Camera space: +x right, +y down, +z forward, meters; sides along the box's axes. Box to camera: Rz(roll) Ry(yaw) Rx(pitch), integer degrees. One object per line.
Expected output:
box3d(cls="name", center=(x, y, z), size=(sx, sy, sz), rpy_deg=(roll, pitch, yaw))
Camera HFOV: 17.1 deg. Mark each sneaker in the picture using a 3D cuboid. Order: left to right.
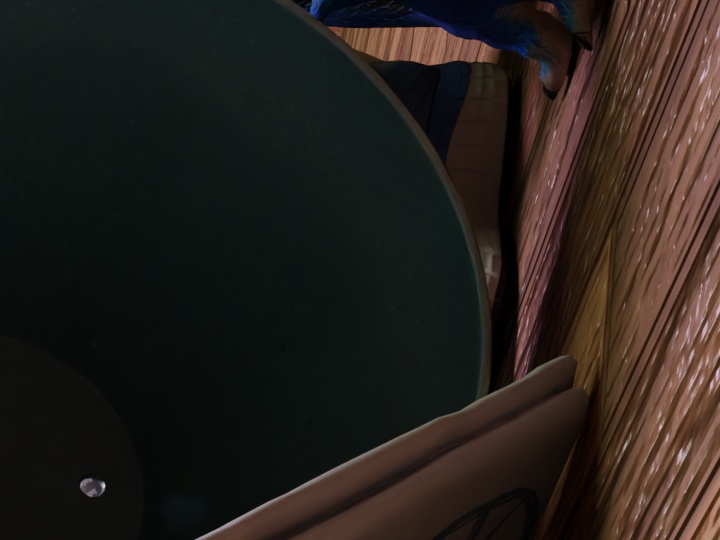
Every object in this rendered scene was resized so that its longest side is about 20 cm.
box3d(cls="sneaker", center=(0.000, 0.000, 0.781), size=(0.200, 0.089, 0.079), rpy_deg=(-86, 5, -52))

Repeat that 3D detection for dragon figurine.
box3d(cls="dragon figurine", center=(0.016, -0.092, 0.657), size=(0.200, 0.099, 0.059), rpy_deg=(117, 163, -80))

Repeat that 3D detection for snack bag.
box3d(cls="snack bag", center=(-0.036, 0.123, 0.546), size=(0.188, 0.021, 0.201), rpy_deg=(-25, -36, -39))

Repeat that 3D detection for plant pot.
box3d(cls="plant pot", center=(-0.082, 0.029, 0.633), size=(0.135, 0.199, 0.201), rpy_deg=(127, 157, -51))

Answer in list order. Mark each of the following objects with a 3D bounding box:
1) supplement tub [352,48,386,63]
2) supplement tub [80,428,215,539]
box3d(cls="supplement tub", center=(-0.038, 0.021, 0.956), size=(0.140, 0.140, 0.201), rpy_deg=(106, 172, -67))
box3d(cls="supplement tub", center=(-0.053, 0.092, 0.760), size=(0.200, 0.122, 0.123), rpy_deg=(-115, 28, -43))
